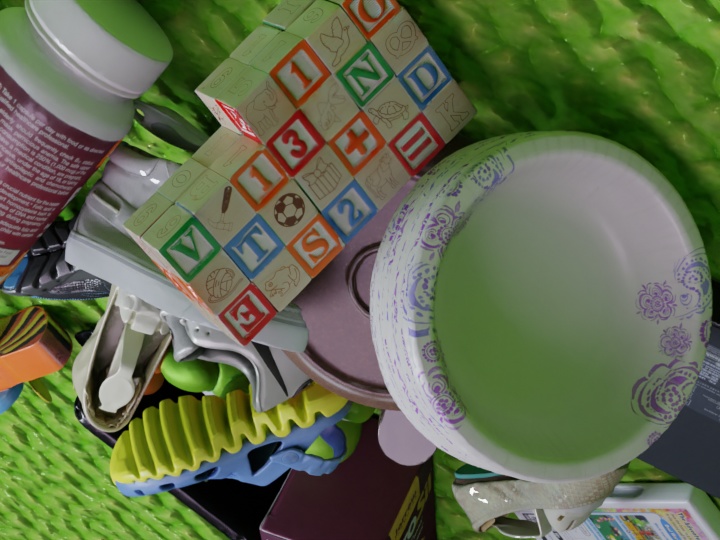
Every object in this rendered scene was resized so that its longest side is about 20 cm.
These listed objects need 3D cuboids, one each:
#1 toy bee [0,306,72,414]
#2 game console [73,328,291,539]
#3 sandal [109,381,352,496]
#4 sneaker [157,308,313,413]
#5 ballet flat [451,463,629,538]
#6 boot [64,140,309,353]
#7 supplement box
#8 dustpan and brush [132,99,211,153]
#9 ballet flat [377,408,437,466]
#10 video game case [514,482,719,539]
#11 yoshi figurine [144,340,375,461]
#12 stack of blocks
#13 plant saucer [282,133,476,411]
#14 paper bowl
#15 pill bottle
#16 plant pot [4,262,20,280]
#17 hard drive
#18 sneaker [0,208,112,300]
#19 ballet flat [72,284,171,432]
[{"bbox_3d":[-0.339,0.070,1.701,0.198,0.109,0.132,-8,130,12],"label":"toy bee"},{"bbox_3d":[-0.161,0.141,1.601,0.200,0.176,0.116,39,127,-16],"label":"game console"},{"bbox_3d":[-0.088,0.131,1.415,0.198,0.080,0.087,-17,129,10],"label":"sandal"},{"bbox_3d":[-0.110,0.012,1.297,0.200,0.089,0.074,44,164,6],"label":"sneaker"},{"bbox_3d":[0.142,0.167,1.434,0.200,0.067,0.063,-16,94,60],"label":"ballet flat"},{"bbox_3d":[-0.103,-0.021,1.216,0.199,0.096,0.073,22,-177,32],"label":"boot"},{"bbox_3d":[-0.005,0.224,1.587,0.102,0.131,0.201,18,148,17],"label":"supplement box"},{"bbox_3d":[-0.063,-0.066,1.265,0.199,0.057,0.140,35,131,15],"label":"dustpan and brush"},{"bbox_3d":[0.066,0.040,1.269,0.067,0.046,0.201,25,112,4],"label":"ballet flat"},{"bbox_3d":[0.235,0.234,1.498,0.181,0.024,0.200,-7,132,45],"label":"video game case"},{"bbox_3d":[-0.078,0.099,1.503,0.198,0.113,0.112,15,162,21],"label":"yoshi figurine"},{"bbox_3d":[-0.042,-0.070,1.118,0.115,0.200,0.058,49,170,-31],"label":"stack of blocks"},{"bbox_3d":[0.020,0.003,1.221,0.198,0.035,0.202,4,111,12],"label":"plant saucer"},{"bbox_3d":[0.100,0.020,1.133,0.200,0.201,0.104,41,167,-18],"label":"paper bowl"},{"bbox_3d":[-0.218,-0.095,1.238,0.114,0.114,0.200,39,108,-14],"label":"pill bottle"},{"bbox_3d":[-0.336,-0.072,1.405,0.199,0.202,0.183,-2,153,42],"label":"plant pot"},{"bbox_3d":[0.221,0.076,1.270,0.139,0.033,0.201,26,149,8],"label":"hard drive"},{"bbox_3d":[-0.187,-0.017,1.471,0.199,0.074,0.082,-5,170,33],"label":"sneaker"},{"bbox_3d":[-0.158,0.039,1.389,0.069,0.070,0.201,29,125,2],"label":"ballet flat"}]
